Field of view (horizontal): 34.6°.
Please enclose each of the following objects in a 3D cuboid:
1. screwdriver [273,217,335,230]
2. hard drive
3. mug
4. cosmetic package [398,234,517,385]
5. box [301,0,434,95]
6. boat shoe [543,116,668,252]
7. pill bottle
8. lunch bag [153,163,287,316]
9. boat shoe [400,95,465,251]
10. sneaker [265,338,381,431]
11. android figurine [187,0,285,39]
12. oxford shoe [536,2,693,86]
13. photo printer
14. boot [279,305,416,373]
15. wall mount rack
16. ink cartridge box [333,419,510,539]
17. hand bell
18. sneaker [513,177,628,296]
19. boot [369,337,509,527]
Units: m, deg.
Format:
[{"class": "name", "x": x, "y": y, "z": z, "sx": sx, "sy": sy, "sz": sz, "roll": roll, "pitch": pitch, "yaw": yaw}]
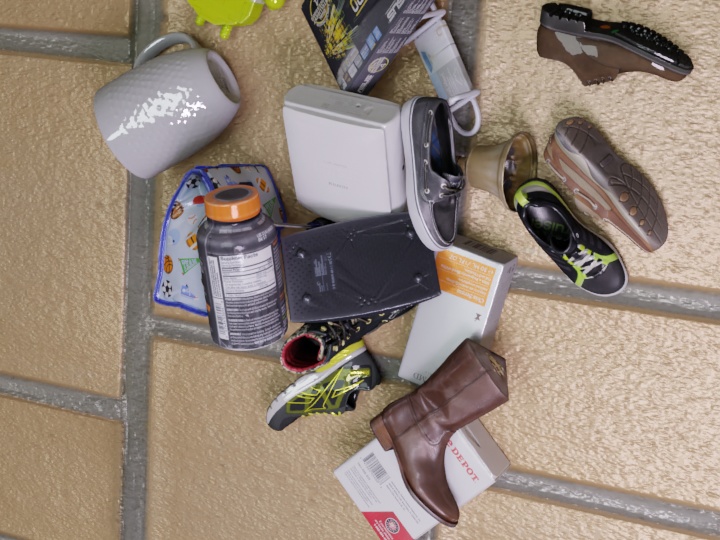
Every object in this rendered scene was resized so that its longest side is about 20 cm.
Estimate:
[{"class": "screwdriver", "x": -0.078, "y": -0.059, "z": 1.560, "sx": 0.029, "sy": 0.200, "sz": 0.028, "roll": -4, "pitch": 89, "yaw": 25}, {"class": "hard drive", "x": 0.000, "y": 0.000, "z": 1.518, "sx": 0.198, "sy": 0.042, "sz": 0.136, "roll": -11, "pitch": 66, "yaw": 3}, {"class": "mug", "x": -0.271, "y": -0.256, "z": 1.658, "sx": 0.174, "sy": 0.148, "sz": 0.201, "roll": -26, "pitch": 58, "yaw": 17}, {"class": "cosmetic package", "x": 0.131, "y": 0.062, "z": 1.559, "sx": 0.101, "sy": 0.071, "sz": 0.201, "roll": 20, "pitch": 107, "yaw": 19}, {"class": "box", "x": 0.008, "y": -0.351, "z": 1.497, "sx": 0.200, "sy": 0.049, "sz": 0.162, "roll": -49, "pitch": 59, "yaw": 45}, {"class": "boat shoe", "x": 0.308, "y": -0.102, "z": 1.459, "sx": 0.200, "sy": 0.076, "sz": 0.072, "roll": 53, "pitch": 141, "yaw": 10}, {"class": "pill bottle", "x": -0.155, "y": -0.007, "z": 1.498, "sx": 0.105, "sy": 0.106, "sz": 0.201, "roll": 6, "pitch": 116, "yaw": 23}, {"class": "lunch bag", "x": -0.191, "y": -0.050, "z": 1.629, "sx": 0.123, "sy": 0.170, "sz": 0.202, "roll": 12, "pitch": 101, "yaw": 26}, {"class": "boat shoe", "x": 0.102, "y": -0.123, "z": 1.466, "sx": 0.066, "sy": 0.070, "sz": 0.202, "roll": 2, "pitch": 102, "yaw": 47}, {"class": "sneaker", "x": -0.054, "y": 0.182, "z": 1.659, "sx": 0.200, "sy": 0.074, "sz": 0.085, "roll": -41, "pitch": 82, "yaw": 24}, {"class": "android figurine", "x": -0.178, "y": -0.430, "z": 1.631, "sx": 0.181, "sy": 0.041, "sz": 0.201, "roll": 28, "pitch": 108, "yaw": 17}, {"class": "oxford shoe", "x": 0.313, "y": -0.265, "z": 1.433, "sx": 0.199, "sy": 0.073, "sz": 0.085, "roll": 23, "pitch": 124, "yaw": 21}, {"class": "photo printer", "x": -0.016, "y": -0.142, "z": 1.551, "sx": 0.165, "sy": 0.070, "sz": 0.201, "roll": 17, "pitch": 138, "yaw": 22}, {"class": "boot", "x": -0.008, "y": 0.068, "z": 1.572, "sx": 0.203, "sy": 0.154, "sz": 0.074, "roll": -26, "pitch": 99, "yaw": 27}, {"class": "wall mount rack", "x": 0.073, "y": -0.255, "z": 1.535, "sx": 0.174, "sy": 0.074, "sz": 0.201, "roll": -27, "pitch": 86, "yaw": 57}, {"class": "ink cartridge box", "x": 0.086, "y": 0.274, "z": 1.607, "sx": 0.200, "sy": 0.084, "sz": 0.145, "roll": -40, "pitch": 81, "yaw": 24}, {"class": "hand bell", "x": 0.122, "y": -0.141, "z": 1.527, "sx": 0.199, "sy": 0.104, "sz": 0.105, "roll": 10, "pitch": 103, "yaw": 31}, {"class": "sneaker", "x": 0.259, "y": -0.029, "z": 1.456, "sx": 0.200, "sy": 0.083, "sz": 0.072, "roll": 43, "pitch": 115, "yaw": -12}, {"class": "boot", "x": 0.133, "y": 0.210, "z": 1.503, "sx": 0.200, "sy": 0.064, "sz": 0.187, "roll": -39, "pitch": 83, "yaw": 18}]
